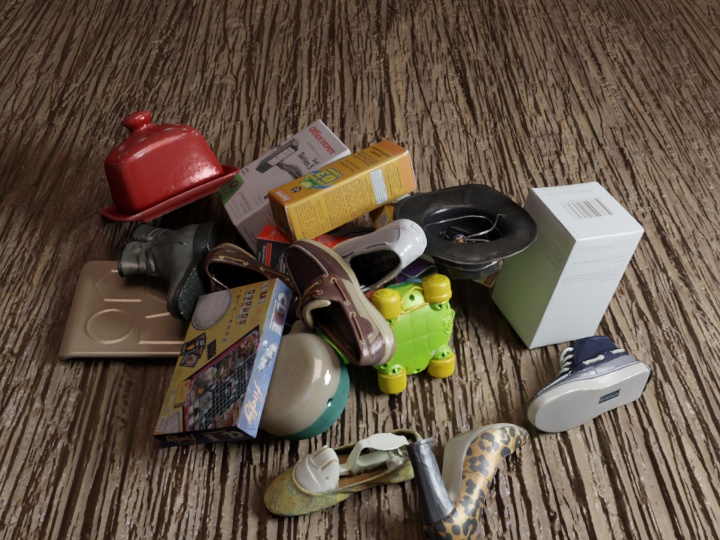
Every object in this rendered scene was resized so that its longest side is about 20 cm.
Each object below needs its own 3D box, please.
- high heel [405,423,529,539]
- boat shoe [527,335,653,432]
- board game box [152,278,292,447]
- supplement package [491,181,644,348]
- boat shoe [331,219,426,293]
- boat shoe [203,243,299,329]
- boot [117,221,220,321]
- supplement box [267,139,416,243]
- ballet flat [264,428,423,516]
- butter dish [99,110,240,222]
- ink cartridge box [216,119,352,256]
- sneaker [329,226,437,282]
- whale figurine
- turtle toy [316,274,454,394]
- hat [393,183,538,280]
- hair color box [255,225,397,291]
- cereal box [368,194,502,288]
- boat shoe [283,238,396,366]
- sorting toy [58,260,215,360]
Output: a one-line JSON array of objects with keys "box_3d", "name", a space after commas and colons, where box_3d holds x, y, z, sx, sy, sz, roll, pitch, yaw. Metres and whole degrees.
[{"box_3d": [0.143, 0.258, 0.971, 0.199, 0.071, 0.143, -2, 70, -39], "name": "high heel"}, {"box_3d": [0.280, 0.145, 1.093, 0.199, 0.075, 0.093, -10, 36, -28], "name": "boat shoe"}, {"box_3d": [-0.165, 0.111, 1.009, 0.135, 0.035, 0.201, -12, 50, 32], "name": "board game box"}, {"box_3d": [0.280, -0.007, 1.153, 0.117, 0.200, 0.117, -8, 44, -24], "name": "supplement package"}, {"box_3d": [0.000, 0.000, 1.059, 0.200, 0.072, 0.069, -19, 18, 44], "name": "boat shoe"}, {"box_3d": [-0.122, 0.034, 1.122, 0.200, 0.071, 0.070, 27, 12, -7], "name": "boat shoe"}, {"box_3d": [-0.273, 0.002, 1.144, 0.130, 0.068, 0.200, -4, 36, 6], "name": "boot"}, {"box_3d": [-0.025, -0.111, 1.159, 0.200, 0.069, 0.067, -28, 35, -18], "name": "supplement box"}, {"box_3d": [-0.016, 0.226, 0.960, 0.199, 0.071, 0.071, -11, 44, -18], "name": "ballet flat"}, {"box_3d": [-0.312, -0.168, 1.258, 0.199, 0.148, 0.200, -26, 18, -21], "name": "butter dish"}, {"box_3d": [-0.104, -0.124, 1.256, 0.200, 0.084, 0.146, -34, 35, -2], "name": "ink cartridge box"}, {"box_3d": [0.023, -0.007, 1.227, 0.200, 0.073, 0.114, -12, 47, -19], "name": "sneaker"}, {"box_3d": [-0.098, 0.138, 1.039, 0.200, 0.104, 0.159, 15, 69, 43], "name": "whale figurine"}, {"box_3d": [0.035, 0.078, 1.094, 0.199, 0.146, 0.101, -14, 23, -23], "name": "turtle toy"}, {"box_3d": [0.138, -0.038, 1.110, 0.200, 0.081, 0.201, -2, 34, 1], "name": "hat"}, {"box_3d": [-0.047, 0.005, 1.173, 0.199, 0.102, 0.061, 8, 21, 3], "name": "hair color box"}, {"box_3d": [0.105, -0.056, 1.234, 0.200, 0.040, 0.144, 24, 23, -23], "name": "cereal box"}, {"box_3d": [-0.041, 0.039, 1.008, 0.072, 0.072, 0.200, -9, 54, -48], "name": "boat shoe"}, {"box_3d": [-0.301, 0.055, 1.148, 0.199, 0.037, 0.185, -3, 42, -3], "name": "sorting toy"}]
